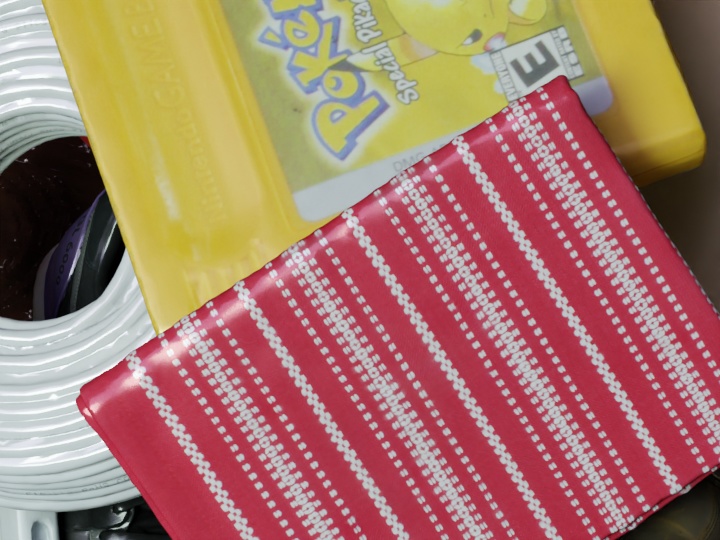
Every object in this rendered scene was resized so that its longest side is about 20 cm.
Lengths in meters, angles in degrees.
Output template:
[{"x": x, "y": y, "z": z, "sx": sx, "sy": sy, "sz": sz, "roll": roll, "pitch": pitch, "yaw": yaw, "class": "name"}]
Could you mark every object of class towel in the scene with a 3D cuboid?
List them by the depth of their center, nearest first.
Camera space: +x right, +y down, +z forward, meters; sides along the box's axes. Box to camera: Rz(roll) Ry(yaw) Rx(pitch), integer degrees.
[{"x": 0.022, "y": 0.047, "z": 1.005, "sx": 0.200, "sy": 0.022, "sz": 0.145, "roll": -33, "pitch": 99, "yaw": 4, "class": "towel"}]

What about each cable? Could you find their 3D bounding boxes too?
[{"x": -0.110, "y": -0.012, "z": 1.096, "sx": 0.200, "sy": 0.069, "sz": 0.200, "roll": 34, "pitch": 87, "yaw": 18, "class": "cable"}]

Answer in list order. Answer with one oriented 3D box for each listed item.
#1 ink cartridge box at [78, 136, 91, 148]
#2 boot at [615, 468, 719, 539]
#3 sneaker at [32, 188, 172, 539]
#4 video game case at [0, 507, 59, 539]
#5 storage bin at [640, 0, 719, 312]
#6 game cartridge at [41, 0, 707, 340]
[{"x": -0.137, "y": -0.150, "z": 1.201, "sx": 0.200, "sy": 0.045, "sz": 0.177, "roll": 41, "pitch": 128, "yaw": 26, "class": "ink cartridge box"}, {"x": 0.039, "y": 0.114, "z": 1.067, "sx": 0.199, "sy": 0.097, "sz": 0.075, "roll": -17, "pitch": 106, "yaw": 22, "class": "boot"}, {"x": -0.087, "y": 0.061, "z": 1.145, "sx": 0.088, "sy": 0.075, "sz": 0.201, "roll": 128, "pitch": 136, "yaw": -59, "class": "sneaker"}, {"x": -0.179, "y": 0.152, "z": 1.191, "sx": 0.200, "sy": 0.023, "sz": 0.183, "roll": -13, "pitch": 80, "yaw": 48, "class": "video game case"}, {"x": 0.159, "y": -0.042, "z": 1.069, "sx": 0.199, "sy": 0.094, "sz": 0.199, "roll": 17, "pitch": 91, "yaw": 26, "class": "storage bin"}, {"x": -0.003, "y": -0.085, "z": 1.041, "sx": 0.199, "sy": 0.032, "sz": 0.177, "roll": -20, "pitch": 75, "yaw": -4, "class": "game cartridge"}]
